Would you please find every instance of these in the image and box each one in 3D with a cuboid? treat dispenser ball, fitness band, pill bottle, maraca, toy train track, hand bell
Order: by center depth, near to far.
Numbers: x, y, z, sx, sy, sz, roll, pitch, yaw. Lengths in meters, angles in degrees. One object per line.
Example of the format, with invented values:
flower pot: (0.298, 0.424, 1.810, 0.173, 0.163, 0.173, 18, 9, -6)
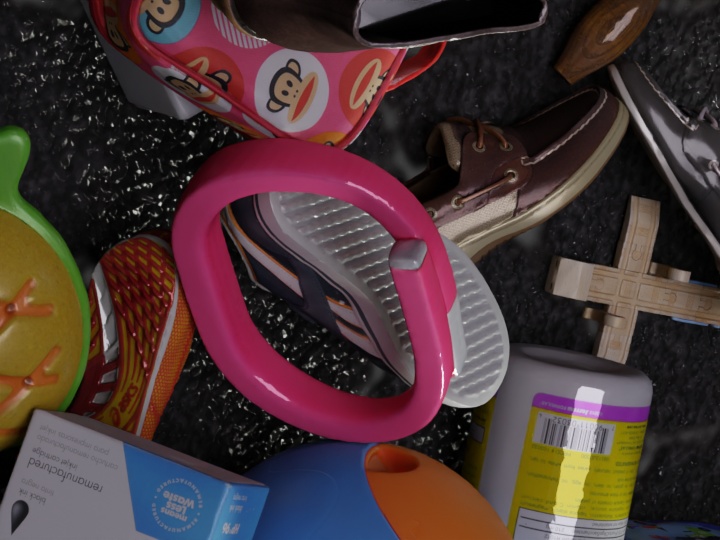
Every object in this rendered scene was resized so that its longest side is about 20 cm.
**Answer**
maraca: (-0.210, 0.007, 1.157, 0.137, 0.107, 0.201, -12, 116, -6)
fitness band: (-0.022, 0.015, 1.180, 0.200, 0.143, 0.038, 76, 27, -44)
treat dispenser ball: (-0.005, 0.193, 1.256, 0.200, 0.201, 0.202, -6, 103, -27)
hand bell: (0.190, -0.188, 1.362, 0.200, 0.104, 0.104, -46, 118, 0)
pill bottle: (0.107, 0.150, 1.363, 0.104, 0.104, 0.201, 8, 97, -29)
toy train track: (0.207, 0.020, 1.431, 0.199, 0.033, 0.115, 10, 95, -30)

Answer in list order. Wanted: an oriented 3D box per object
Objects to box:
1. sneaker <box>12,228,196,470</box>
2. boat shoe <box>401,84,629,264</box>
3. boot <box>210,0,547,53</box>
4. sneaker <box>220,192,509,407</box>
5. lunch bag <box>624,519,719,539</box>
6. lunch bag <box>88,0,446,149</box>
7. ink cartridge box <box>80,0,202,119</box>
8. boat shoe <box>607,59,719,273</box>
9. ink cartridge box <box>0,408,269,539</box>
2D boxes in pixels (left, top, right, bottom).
sneaker: (-0.129, 0.073, 1.242, 0.201, 0.073, 0.077, -65, 163, 13)
boat shoe: (0.066, -0.056, 1.321, 0.200, 0.072, 0.072, -35, 113, -9)
boot: (0.037, -0.125, 1.050, 0.199, 0.166, 0.073, -6, 108, -32)
sneaker: (0.000, 0.000, 1.254, 0.200, 0.079, 0.079, 46, 65, -28)
lunch bag: (0.237, 0.204, 1.416, 0.199, 0.150, 0.094, 18, 91, -30)
lunch bag: (-0.022, -0.163, 1.148, 0.176, 0.082, 0.200, 33, 84, -31)
ink cartridge box: (-0.088, -0.200, 1.200, 0.144, 0.085, 0.201, -32, 115, -19)
boat shoe: (0.219, -0.053, 1.388, 0.057, 0.067, 0.200, -31, 104, 6)
ink cartridge box: (-0.138, 0.184, 1.158, 0.068, 0.116, 0.201, 23, 86, -73)
